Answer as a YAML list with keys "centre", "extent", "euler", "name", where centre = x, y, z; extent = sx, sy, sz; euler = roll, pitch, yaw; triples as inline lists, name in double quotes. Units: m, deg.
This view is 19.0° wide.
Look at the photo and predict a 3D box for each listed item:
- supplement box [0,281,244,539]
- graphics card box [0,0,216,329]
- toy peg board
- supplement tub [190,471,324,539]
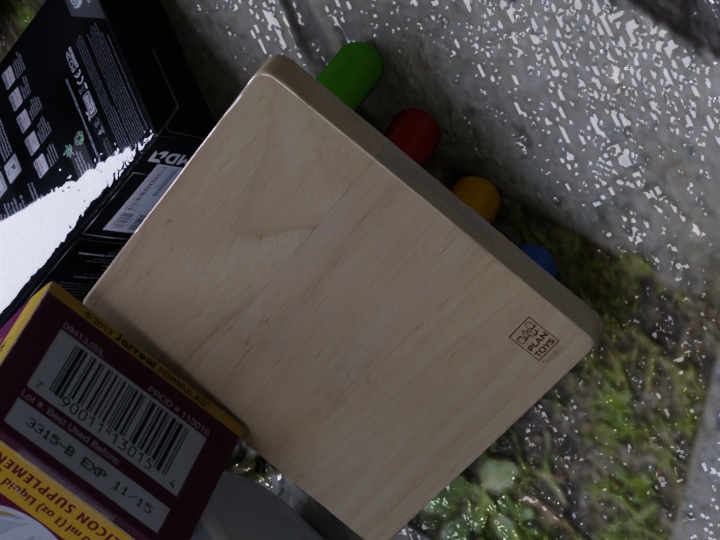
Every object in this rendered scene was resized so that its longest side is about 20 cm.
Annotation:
- centre: [-0.175, 0.119, 1.112]
  extent: [0.131, 0.103, 0.200]
  euler: [37, 135, -12]
  name: "supplement box"
- centre: [-0.162, -0.052, 1.134]
  extent: [0.200, 0.051, 0.126]
  euler: [-48, 53, 33]
  name: "graphics card box"
- centre: [0.000, 0.000, 1.071]
  extent: [0.199, 0.098, 0.200]
  euler: [39, 132, -4]
  name: "toy peg board"
- centre: [-0.105, 0.218, 1.176]
  extent: [0.123, 0.122, 0.200]
  euler: [43, 107, 12]
  name: "supplement tub"
